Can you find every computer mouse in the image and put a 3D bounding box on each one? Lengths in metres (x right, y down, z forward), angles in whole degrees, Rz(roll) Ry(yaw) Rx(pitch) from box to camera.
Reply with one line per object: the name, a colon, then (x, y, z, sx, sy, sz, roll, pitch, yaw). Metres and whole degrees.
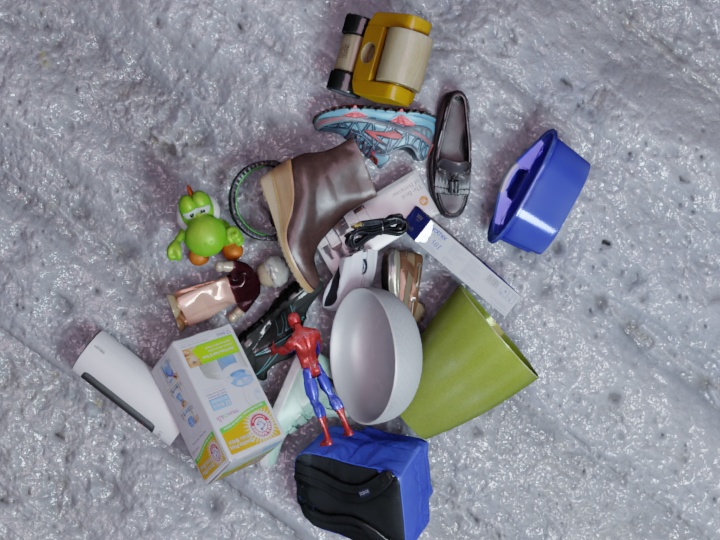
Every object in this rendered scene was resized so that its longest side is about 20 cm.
computer mouse: (0.000, 0.000, 1.612, 0.108, 0.202, 0.044, -15, 52, -37)

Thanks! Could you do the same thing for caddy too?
caddy: (0.268, -0.122, 1.627, 0.104, 0.141, 0.202, 29, 90, -6)

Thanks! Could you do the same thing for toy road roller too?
toy road roller: (0.055, -0.312, 1.593, 0.144, 0.199, 0.125, 14, 93, -39)

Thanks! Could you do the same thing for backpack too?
backpack: (0.006, 0.330, 1.616, 0.196, 0.167, 0.166, 5, 111, 26)

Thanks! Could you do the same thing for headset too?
headset: (-0.106, -0.110, 1.632, 0.196, 0.094, 0.126, -3, 93, -19)

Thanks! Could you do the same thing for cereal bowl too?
cereal bowl: (0.034, 0.127, 1.563, 0.082, 0.199, 0.205, 1, 92, -31)

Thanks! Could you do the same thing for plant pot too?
plant pot: (0.143, 0.160, 1.620, 0.200, 0.187, 0.188, -42, 93, 7)

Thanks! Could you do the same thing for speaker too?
speaker: (-0.351, 0.185, 1.639, 0.199, 0.081, 0.082, 39, 90, -4)

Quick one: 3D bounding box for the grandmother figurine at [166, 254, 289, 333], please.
grandmother figurine: (-0.204, 0.027, 1.642, 0.197, 0.122, 0.061, -21, 54, -11)

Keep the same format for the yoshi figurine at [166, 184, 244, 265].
yoshi figurine: (-0.232, -0.048, 1.568, 0.111, 0.200, 0.113, 32, 77, 11)

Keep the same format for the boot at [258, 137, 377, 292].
boot: (-0.050, -0.083, 1.579, 0.163, 0.072, 0.204, -19, 97, 1)

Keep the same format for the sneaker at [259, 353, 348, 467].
sneaker: (-0.083, 0.235, 1.653, 0.116, 0.074, 0.204, 23, 89, 1)

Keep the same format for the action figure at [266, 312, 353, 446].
action figure: (-0.080, 0.164, 1.594, 0.064, 0.099, 0.204, -18, 90, -26)

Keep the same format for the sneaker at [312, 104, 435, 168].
sneaker: (0.021, -0.211, 1.643, 0.195, 0.079, 0.098, 4, 94, -3)

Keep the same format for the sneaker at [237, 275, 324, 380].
sneaker: (-0.122, 0.089, 1.658, 0.079, 0.076, 0.200, 43, 98, -13)

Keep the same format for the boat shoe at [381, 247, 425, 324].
boat shoe: (0.071, 0.066, 1.658, 0.070, 0.076, 0.205, 0, 99, -12)

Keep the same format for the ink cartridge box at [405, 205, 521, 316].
ink cartridge box: (0.156, -0.015, 1.623, 0.199, 0.094, 0.044, 39, 96, -20)

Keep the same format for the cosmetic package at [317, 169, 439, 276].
cosmetic package: (0.022, -0.075, 1.661, 0.198, 0.051, 0.083, -32, 94, -1)

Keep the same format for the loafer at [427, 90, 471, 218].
loafer: (0.145, -0.186, 1.657, 0.070, 0.063, 0.205, 2, 92, -2)

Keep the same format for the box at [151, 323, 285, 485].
box: (-0.217, 0.203, 1.586, 0.111, 0.101, 0.202, -16, 70, -40)
